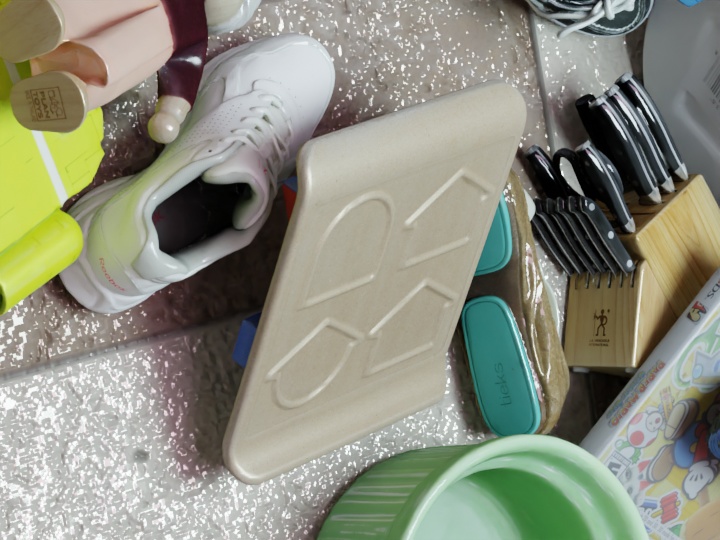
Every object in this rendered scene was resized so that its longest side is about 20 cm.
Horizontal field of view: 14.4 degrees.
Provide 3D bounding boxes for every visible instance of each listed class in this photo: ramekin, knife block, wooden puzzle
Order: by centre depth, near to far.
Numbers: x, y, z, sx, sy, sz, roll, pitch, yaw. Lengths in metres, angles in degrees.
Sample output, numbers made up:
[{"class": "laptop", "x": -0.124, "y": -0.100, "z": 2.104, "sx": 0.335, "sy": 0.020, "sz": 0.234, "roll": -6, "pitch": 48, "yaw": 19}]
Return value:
[{"class": "wooden puzzle", "x": 0.000, "y": 0.000, "z": 1.532, "sx": 0.185, "sy": 0.046, "sz": 0.201, "roll": -22, "pitch": 134, "yaw": -47}, {"class": "ramekin", "x": 0.063, "y": 0.190, "z": 1.591, "sx": 0.199, "sy": 0.098, "sz": 0.201, "roll": 1, "pitch": 89, "yaw": -38}, {"class": "ramekin", "x": 0.257, "y": -0.110, "z": 1.693, "sx": 0.098, "sy": 0.200, "sz": 0.201, "roll": -22, "pitch": 103, "yaw": -29}, {"class": "knife block", "x": 0.184, "y": -0.021, "z": 1.713, "sx": 0.200, "sy": 0.064, "sz": 0.176, "roll": 11, "pitch": 83, "yaw": -38}]

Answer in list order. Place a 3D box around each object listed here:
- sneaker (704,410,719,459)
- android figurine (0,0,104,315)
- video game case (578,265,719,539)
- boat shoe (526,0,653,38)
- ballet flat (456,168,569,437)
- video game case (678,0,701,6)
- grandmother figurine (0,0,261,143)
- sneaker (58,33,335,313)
[{"class": "sneaker", "x": 0.282, "y": 0.110, "z": 1.684, "sx": 0.200, "sy": 0.078, "sz": 0.075, "roll": 22, "pitch": 102, "yaw": -41}, {"class": "android figurine", "x": -0.192, "y": -0.074, "z": 1.410, "sx": 0.200, "sy": 0.041, "sz": 0.183, "roll": -39, "pitch": 118, "yaw": -44}, {"class": "video game case", "x": 0.230, "y": 0.097, "z": 1.709, "sx": 0.182, "sy": 0.023, "sz": 0.200, "roll": -52, "pitch": 132, "yaw": 2}, {"class": "boat shoe", "x": 0.126, "y": -0.172, "z": 1.625, "sx": 0.073, "sy": 0.068, "sz": 0.199, "roll": -33, "pitch": 149, "yaw": 7}, {"class": "ballet flat", "x": 0.082, "y": -0.002, "z": 1.638, "sx": 0.072, "sy": 0.068, "sz": 0.201, "roll": -36, "pitch": 112, "yaw": -54}, {"class": "video game case", "x": 0.136, "y": -0.260, "z": 1.628, "sx": 0.143, "sy": 0.018, "sz": 0.201, "roll": 24, "pitch": 45, "yaw": -54}, {"class": "grandmother figurine", "x": -0.109, "y": -0.126, "z": 1.453, "sx": 0.200, "sy": 0.060, "sz": 0.122, "roll": -39, "pitch": 126, "yaw": -55}, {"class": "sneaker", "x": -0.066, "y": -0.051, "z": 1.492, "sx": 0.078, "sy": 0.099, "sz": 0.200, "roll": 52, "pitch": 60, "yaw": -23}]
